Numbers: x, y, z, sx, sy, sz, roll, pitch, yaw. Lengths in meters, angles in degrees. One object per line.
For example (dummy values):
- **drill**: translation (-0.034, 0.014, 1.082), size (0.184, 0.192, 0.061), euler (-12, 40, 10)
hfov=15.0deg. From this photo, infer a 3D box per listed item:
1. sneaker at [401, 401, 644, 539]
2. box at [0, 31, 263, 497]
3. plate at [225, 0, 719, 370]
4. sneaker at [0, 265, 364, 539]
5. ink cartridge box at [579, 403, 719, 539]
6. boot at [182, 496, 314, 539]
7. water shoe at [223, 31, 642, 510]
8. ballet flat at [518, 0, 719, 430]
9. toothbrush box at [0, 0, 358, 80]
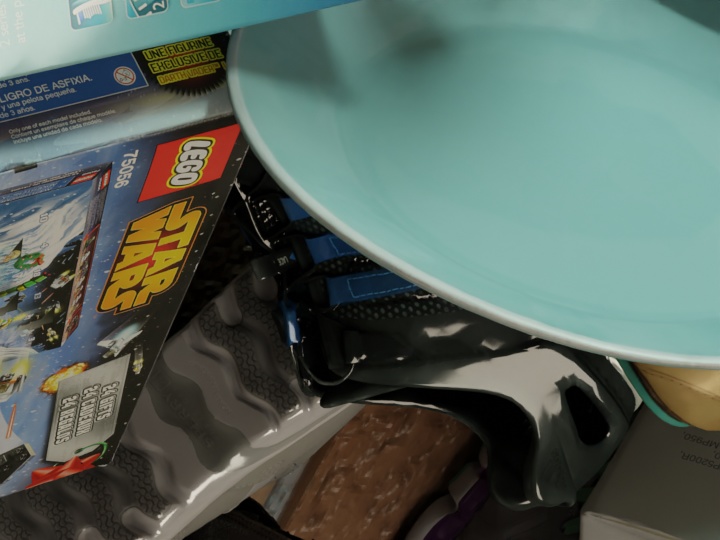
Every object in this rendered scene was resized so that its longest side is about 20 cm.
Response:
- **sneaker**: translation (0.090, 0.077, 1.012), size (0.074, 0.088, 0.201), euler (7, 122, -38)
- **box**: translation (-0.116, 0.011, 0.763), size (0.136, 0.040, 0.200), euler (-16, 154, -28)
- **plate**: translation (0.060, -0.031, 0.720), size (0.199, 0.200, 0.026), euler (-8, 132, -29)
- **sneaker**: translation (-0.063, 0.064, 0.907), size (0.199, 0.075, 0.082), euler (-28, 160, 4)
- **ink cartridge box**: translation (0.179, 0.088, 0.978), size (0.200, 0.144, 0.146), euler (-54, 153, -39)
- **boot**: translation (-0.075, 0.157, 0.958), size (0.069, 0.199, 0.175), euler (21, 82, -38)
- **water shoe**: translation (0.000, 0.000, 0.825), size (0.199, 0.071, 0.079), euler (33, 73, -9)
- **ballet flat**: translation (0.067, -0.047, 0.810), size (0.063, 0.200, 0.068), euler (-44, 165, 30)
- **toothbrush box**: translation (-0.098, -0.127, 0.673), size (0.199, 0.085, 0.147), euler (-16, 114, -24)
